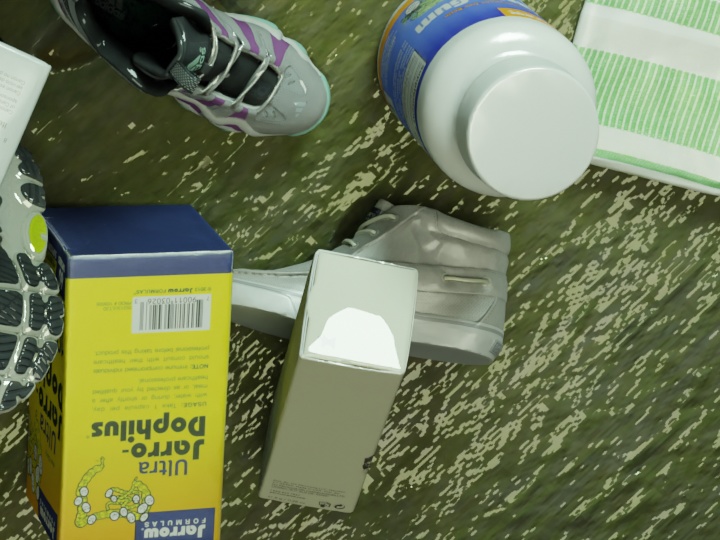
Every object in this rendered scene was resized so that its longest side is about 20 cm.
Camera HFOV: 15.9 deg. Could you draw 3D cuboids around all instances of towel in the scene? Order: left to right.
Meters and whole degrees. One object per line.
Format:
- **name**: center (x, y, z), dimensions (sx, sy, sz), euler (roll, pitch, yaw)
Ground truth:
- **towel**: center (0.217, -0.156, 1.711), dimensions (0.152, 0.023, 0.201), euler (12, 105, -14)

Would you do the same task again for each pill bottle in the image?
- **pill bottle**: center (0.082, -0.111, 1.602), dimensions (0.112, 0.200, 0.112), euler (-4, 108, -11)

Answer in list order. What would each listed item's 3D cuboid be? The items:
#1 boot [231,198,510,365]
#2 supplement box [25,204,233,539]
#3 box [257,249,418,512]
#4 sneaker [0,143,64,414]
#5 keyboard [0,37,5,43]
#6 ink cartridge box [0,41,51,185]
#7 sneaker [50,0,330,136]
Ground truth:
- **boot**: center (0.000, 0.000, 1.699), dimensions (0.199, 0.074, 0.096), euler (10, 77, -3)
- **supplement box**: center (-0.150, 0.069, 1.652), dimensions (0.109, 0.109, 0.201), euler (-2, 108, -19)
- **box**: center (-0.016, 0.074, 1.642), dimensions (0.068, 0.082, 0.200), euler (11, 149, -5)
- **sneaker**: center (-0.231, 0.010, 1.586), dimensions (0.077, 0.200, 0.080), euler (19, 138, -28)
- **keyboard**: center (-0.284, -0.068, 1.588), dimensions (0.040, 0.104, 0.200), euler (25, 101, -40)
- **ink cartridge box**: center (-0.290, -0.059, 1.493), dimensions (0.145, 0.083, 0.200), euler (23, 91, -22)
- **sneaker**: center (-0.100, -0.127, 1.589), dimensions (0.200, 0.140, 0.078), euler (25, 100, -18)
